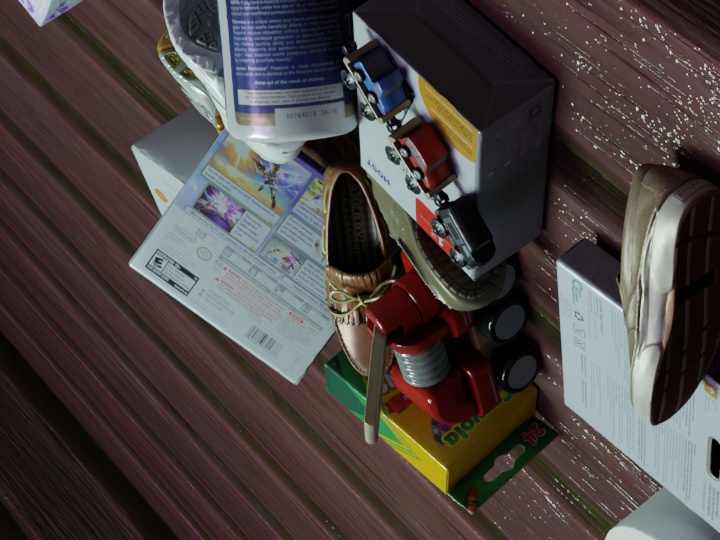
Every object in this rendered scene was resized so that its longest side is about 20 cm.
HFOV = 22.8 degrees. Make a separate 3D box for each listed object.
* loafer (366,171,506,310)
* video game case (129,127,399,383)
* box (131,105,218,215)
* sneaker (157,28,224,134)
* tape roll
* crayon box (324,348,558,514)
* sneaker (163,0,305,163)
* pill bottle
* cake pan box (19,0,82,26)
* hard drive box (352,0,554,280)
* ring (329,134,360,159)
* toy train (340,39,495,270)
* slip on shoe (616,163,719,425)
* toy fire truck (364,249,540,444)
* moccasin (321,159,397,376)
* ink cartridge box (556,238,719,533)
[{"bbox_3d":[0.065,-0.041,1.533,0.068,0.076,0.200,89,159,-56],"label":"loafer"},{"bbox_3d":[-0.087,-0.023,1.706,0.200,0.182,0.045,36,-169,-7],"label":"video game case"},{"bbox_3d":[-0.145,-0.064,1.986,0.152,0.106,0.201,35,153,47],"label":"box"},{"bbox_3d":[-0.128,-0.173,1.848,0.200,0.076,0.088,53,178,14],"label":"sneaker"},{"bbox_3d":[0.302,0.283,1.530,0.202,0.071,0.203,47,159,24],"label":"tape roll"},{"bbox_3d":[0.078,0.122,1.705,0.200,0.127,0.051,39,154,25],"label":"crayon box"},{"bbox_3d":[-0.117,-0.173,1.598,0.200,0.078,0.099,59,164,13],"label":"sneaker"},{"bbox_3d":[-0.062,-0.211,1.463,0.111,0.111,0.201,20,116,60],"label":"pill bottle"},{"bbox_3d":[-0.228,-0.315,1.651,0.052,0.184,0.200,56,160,-2],"label":"cake pan box"},{"bbox_3d":[0.072,-0.114,1.419,0.156,0.077,0.200,46,160,27],"label":"hard drive box"},{"bbox_3d":[-0.006,-0.144,1.649,0.201,0.019,0.201,48,160,24],"label":"ring"},{"bbox_3d":[0.044,-0.088,1.359,0.200,0.034,0.046,58,158,-8],"label":"toy train"},{"bbox_3d":[0.212,0.017,1.264,0.061,0.076,0.201,33,140,39],"label":"slip on shoe"},{"bbox_3d":[0.057,0.080,1.585,0.129,0.200,0.176,37,154,43],"label":"toy fire truck"},{"bbox_3d":[0.002,0.000,1.638,0.078,0.073,0.202,-68,-23,-77],"label":"moccasin"},{"bbox_3d":[0.239,0.096,1.418,0.200,0.043,0.197,39,155,32],"label":"ink cartridge box"}]
